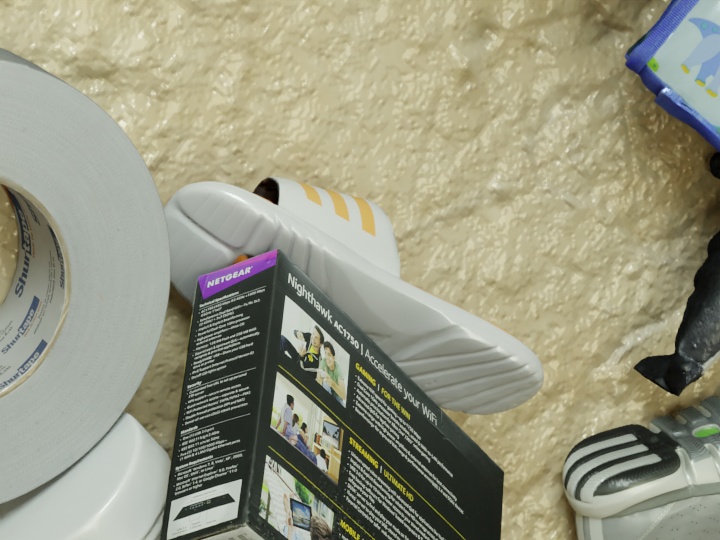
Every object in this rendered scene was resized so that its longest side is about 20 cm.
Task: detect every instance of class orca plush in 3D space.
[{"bbox_3d":[0.204,-0.028,1.299,0.200,0.071,0.105,-50,166,3],"label":"orca plush"}]

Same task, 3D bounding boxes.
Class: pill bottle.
[{"bbox_3d":[-0.083,0.163,1.158,0.120,0.119,0.200,-42,120,-10],"label":"pill bottle"}]

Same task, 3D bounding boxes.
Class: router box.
[{"bbox_3d":[-0.006,0.108,1.141,0.051,0.150,0.200,-19,134,28],"label":"router box"}]

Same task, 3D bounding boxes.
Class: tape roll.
[{"bbox_3d":[-0.185,0.001,1.084,0.199,0.066,0.202,-8,109,-26],"label":"tape roll"}]

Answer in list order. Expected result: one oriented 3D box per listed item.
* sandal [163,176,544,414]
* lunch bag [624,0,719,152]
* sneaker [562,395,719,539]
[{"bbox_3d":[-0.004,0.004,1.180,0.206,0.060,0.079,27,136,-23],"label":"sandal"},{"bbox_3d":[0.248,-0.116,1.209,0.170,0.127,0.200,41,75,1],"label":"lunch bag"},{"bbox_3d":[0.201,0.127,1.332,0.198,0.075,0.116,-12,116,-13],"label":"sneaker"}]
